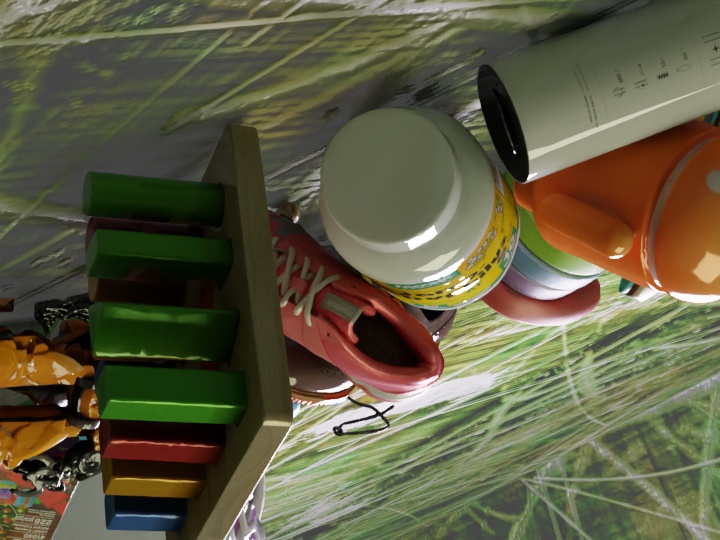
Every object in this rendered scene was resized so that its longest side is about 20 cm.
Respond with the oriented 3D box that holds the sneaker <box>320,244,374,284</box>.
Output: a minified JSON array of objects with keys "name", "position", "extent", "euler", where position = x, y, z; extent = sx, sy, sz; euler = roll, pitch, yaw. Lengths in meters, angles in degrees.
[{"name":"sneaker","position":[0.000,0.000,1.540],"extent":[0.084,0.075,0.200],"euler":[-30,176,7]}]

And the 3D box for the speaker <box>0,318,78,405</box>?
[{"name":"speaker","position":[-0.255,0.099,1.436],"extent":[0.199,0.089,0.088],"euler":[-26,167,13]}]

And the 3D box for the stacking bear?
[{"name":"stacking bear","position":[0.164,-0.057,1.499],"extent":[0.113,0.122,0.200],"euler":[-25,162,-43]}]

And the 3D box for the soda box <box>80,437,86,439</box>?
[{"name":"soda box","position":[-0.225,0.095,1.520],"extent":[0.199,0.064,0.068],"euler":[-25,167,8]}]

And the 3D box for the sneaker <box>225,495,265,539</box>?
[{"name":"sneaker","position":[-0.094,0.129,1.494],"extent":[0.140,0.078,0.200],"euler":[-52,144,-5]}]

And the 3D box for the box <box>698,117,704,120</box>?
[{"name":"box","position":[0.310,-0.115,1.541],"extent":[0.118,0.042,0.200],"euler":[-18,151,-25]}]

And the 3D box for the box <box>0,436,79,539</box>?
[{"name":"box","position":[-0.305,0.155,1.393],"extent":[0.199,0.039,0.137],"euler":[12,130,-21]}]

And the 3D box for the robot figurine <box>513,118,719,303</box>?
[{"name":"robot figurine","position":[0.194,-0.050,1.339],"extent":[0.144,0.199,0.117],"euler":[31,86,-52]}]

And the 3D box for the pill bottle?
[{"name":"pill bottle","position":[0.036,-0.042,1.300],"extent":[0.112,0.113,0.200],"euler":[-24,167,7]}]

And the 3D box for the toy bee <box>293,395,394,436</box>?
[{"name":"toy bee","position":[-0.041,0.066,1.697],"extent":[0.199,0.109,0.131],"euler":[-1,-167,39]}]

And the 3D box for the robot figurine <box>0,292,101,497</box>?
[{"name":"robot figurine","position":[-0.225,0.075,1.308],"extent":[0.199,0.058,0.146],"euler":[0,115,-40]}]

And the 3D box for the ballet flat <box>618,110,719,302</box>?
[{"name":"ballet flat","position":[0.251,-0.050,1.464],"extent":[0.068,0.062,0.201],"euler":[-73,-174,-62]}]

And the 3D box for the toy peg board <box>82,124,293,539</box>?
[{"name":"toy peg board","position":[-0.124,0.048,1.187],"extent":[0.097,0.201,0.199],"euler":[5,144,-20]}]

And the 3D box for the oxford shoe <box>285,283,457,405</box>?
[{"name":"oxford shoe","position":[-0.004,0.038,1.405],"extent":[0.200,0.071,0.073],"euler":[-18,150,-52]}]

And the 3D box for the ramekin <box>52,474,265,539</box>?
[{"name":"ramekin","position":[-0.177,0.165,1.614],"extent":[0.201,0.203,0.094],"euler":[-22,-177,-4]}]

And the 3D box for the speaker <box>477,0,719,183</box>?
[{"name":"speaker","position":[0.176,-0.124,1.279],"extent":[0.199,0.082,0.081],"euler":[-21,168,-10]}]

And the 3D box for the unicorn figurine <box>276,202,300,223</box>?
[{"name":"unicorn figurine","position":[-0.090,0.008,1.416],"extent":[0.199,0.074,0.137],"euler":[4,155,-30]}]

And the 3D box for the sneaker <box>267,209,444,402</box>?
[{"name":"sneaker","position":[-0.026,0.014,1.302],"extent":[0.074,0.199,0.087],"euler":[-60,-171,-8]}]
